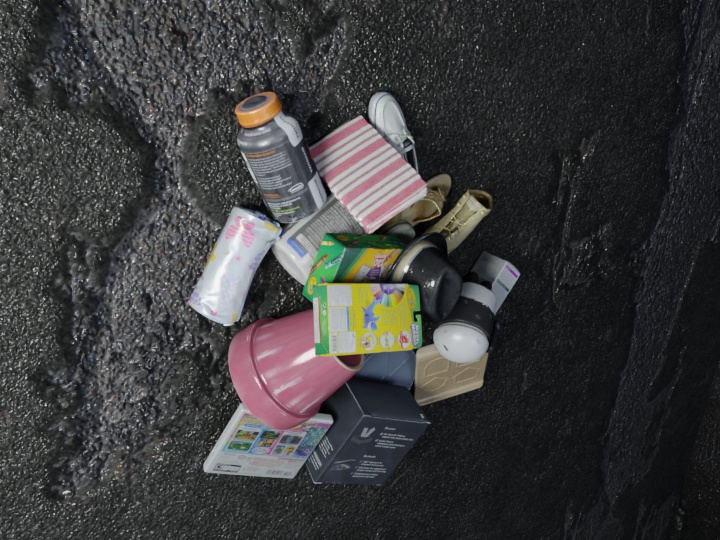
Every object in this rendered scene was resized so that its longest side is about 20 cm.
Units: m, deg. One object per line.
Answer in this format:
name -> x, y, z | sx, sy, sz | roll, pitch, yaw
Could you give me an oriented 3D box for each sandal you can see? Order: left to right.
sandal -> 0.134, -0.123, 1.309 | 0.211, 0.070, 0.078 | -35, 128, -22

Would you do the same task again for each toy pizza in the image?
toy pizza -> 0.047, 0.243, 1.436 | 0.200, 0.032, 0.201 | -19, 123, -32

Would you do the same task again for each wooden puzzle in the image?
wooden puzzle -> 0.210, 0.224, 1.499 | 0.185, 0.046, 0.200 | -15, 134, -12

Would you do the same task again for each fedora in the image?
fedora -> 0.127, 0.032, 1.173 | 0.200, 0.092, 0.201 | -31, 140, -30

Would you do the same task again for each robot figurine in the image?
robot figurine -> 0.229, 0.105, 1.387 | 0.125, 0.150, 0.201 | 77, 27, -55

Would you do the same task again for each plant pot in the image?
plant pot -> -0.100, 0.156, 1.117 | 0.179, 0.201, 0.200 | -30, 138, 23

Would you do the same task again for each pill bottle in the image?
pill bottle -> -0.134, -0.185, 1.035 | 0.106, 0.106, 0.200 | -37, 129, -20
pill bottle -> -0.057, -0.076, 1.144 | 0.200, 0.114, 0.114 | -42, 131, -16

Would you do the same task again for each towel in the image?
towel -> 0.006, -0.172, 1.120 | 0.146, 0.200, 0.030 | -35, 164, -21

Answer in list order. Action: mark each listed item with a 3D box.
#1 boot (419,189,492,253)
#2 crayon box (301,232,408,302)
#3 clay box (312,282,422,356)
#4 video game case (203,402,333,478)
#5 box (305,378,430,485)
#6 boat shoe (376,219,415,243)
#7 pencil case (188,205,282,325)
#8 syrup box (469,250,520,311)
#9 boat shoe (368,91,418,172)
boot -> 0.186, -0.087, 1.295 | 0.200, 0.073, 0.156 | -27, 162, -52
crayon box -> 0.000, 0.000, 1.127 | 0.200, 0.058, 0.119 | -2, 121, -50
clay box -> 0.016, 0.079, 1.055 | 0.199, 0.048, 0.115 | 2, 83, -39
video game case -> -0.179, 0.337, 1.238 | 0.199, 0.024, 0.182 | 16, 120, -32
box -> 0.005, 0.346, 1.354 | 0.196, 0.118, 0.200 | 17, 115, -39
boat shoe -> 0.039, -0.014, 1.261 | 0.200, 0.068, 0.075 | -45, 131, 0
pencil case -> -0.211, -0.010, 1.070 | 0.091, 0.083, 0.201 | 26, 94, -22
syrup box -> 0.287, 0.062, 1.515 | 0.081, 0.079, 0.200 | 36, 85, -44
boat shoe -> 0.076, -0.243, 1.207 | 0.073, 0.067, 0.200 | -38, 129, -20
